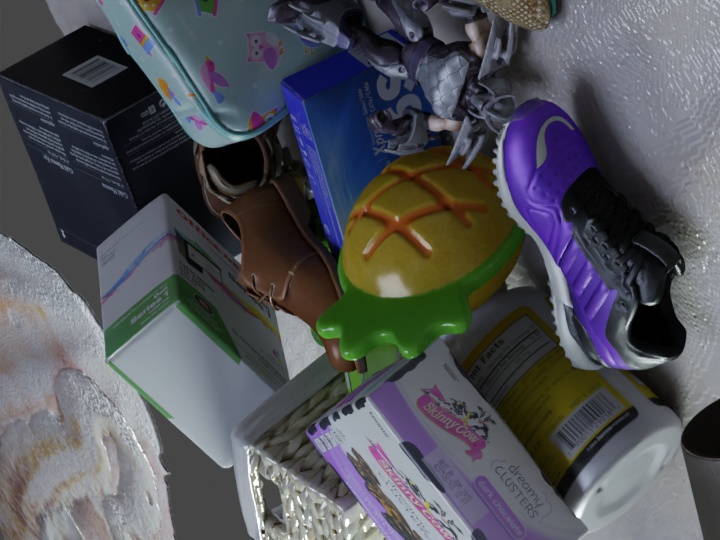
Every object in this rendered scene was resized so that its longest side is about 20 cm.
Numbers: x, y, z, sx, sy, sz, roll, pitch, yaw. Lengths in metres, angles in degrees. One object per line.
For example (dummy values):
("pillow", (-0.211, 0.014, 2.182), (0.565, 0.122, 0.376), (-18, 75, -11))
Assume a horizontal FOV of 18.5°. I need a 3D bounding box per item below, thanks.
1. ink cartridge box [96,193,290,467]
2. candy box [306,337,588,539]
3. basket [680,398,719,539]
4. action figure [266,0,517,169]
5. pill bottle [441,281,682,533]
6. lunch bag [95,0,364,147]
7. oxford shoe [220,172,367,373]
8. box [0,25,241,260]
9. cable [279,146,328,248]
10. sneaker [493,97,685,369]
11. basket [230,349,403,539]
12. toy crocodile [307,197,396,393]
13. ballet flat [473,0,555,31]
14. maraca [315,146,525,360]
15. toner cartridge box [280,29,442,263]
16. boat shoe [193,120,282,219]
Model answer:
("ink cartridge box", (-0.138, 0.046, 1.818), (0.145, 0.084, 0.200), (45, -167, -26))
("candy box", (0.056, 0.147, 1.558), (0.168, 0.071, 0.200), (53, 163, 1))
("basket", (0.282, 0.177, 1.372), (0.180, 0.136, 0.201), (1, 117, 56))
("action figure", (0.033, -0.148, 1.485), (0.200, 0.069, 0.131), (39, 116, 31))
("pill bottle", (0.123, 0.082, 1.568), (0.200, 0.111, 0.112), (45, 153, 25))
("lunch bag", (-0.099, -0.204, 1.584), (0.200, 0.160, 0.077), (57, 161, -14))
("oxford shoe", (-0.049, 0.012, 1.629), (0.200, 0.071, 0.072), (-122, 15, -44))
("box", (-0.209, -0.100, 1.967), (0.200, 0.104, 0.183), (25, 140, 49))
("cable", (-0.028, -0.014, 1.829), (0.097, 0.050, 0.200), (46, 164, 31))
("sneaker", (0.161, -0.022, 1.423), (0.099, 0.070, 0.201), (8, 130, 49))
("basket", (0.012, 0.142, 1.748), (0.123, 0.200, 0.136), (31, 146, 32))
("toy crocodile", (0.000, 0.000, 1.698), (0.062, 0.067, 0.201), (-20, 73, 49))
("ballet flat", (0.050, -0.228, 1.388), (0.201, 0.065, 0.070), (59, 155, -5))
("maraca", (0.043, -0.010, 1.508), (0.137, 0.200, 0.107), (-6, 129, 30))
("toner cartridge box", (0.015, -0.065, 1.604), (0.043, 0.095, 0.201), (45, 156, 54))
("boat shoe", (-0.100, -0.088, 1.717), (0.075, 0.072, 0.200), (15, 150, 2))
